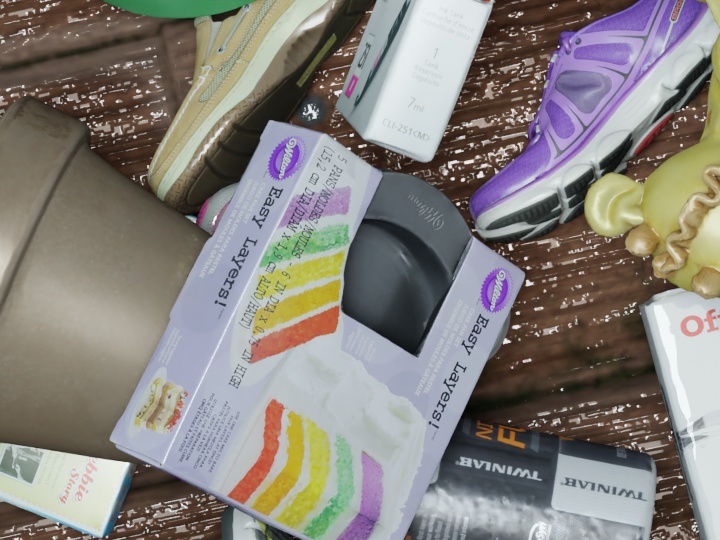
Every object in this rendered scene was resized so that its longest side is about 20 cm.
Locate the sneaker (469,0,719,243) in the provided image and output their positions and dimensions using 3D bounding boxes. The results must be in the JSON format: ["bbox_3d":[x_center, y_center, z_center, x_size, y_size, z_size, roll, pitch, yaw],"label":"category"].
[{"bbox_3d":[0.133,-0.097,1.357,0.083,0.081,0.200,42,82,15],"label":"sneaker"}]

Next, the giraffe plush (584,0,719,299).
[{"bbox_3d":[0.220,-0.048,1.245,0.172,0.200,0.162,24,76,44],"label":"giraffe plush"}]

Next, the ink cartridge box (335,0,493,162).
[{"bbox_3d":[0.042,-0.156,1.277,0.043,0.200,0.174,20,97,-8],"label":"ink cartridge box"}]

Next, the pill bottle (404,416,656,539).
[{"bbox_3d":[0.065,0.140,1.329,0.200,0.106,0.106,11,90,2],"label":"pill bottle"}]

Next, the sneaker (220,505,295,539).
[{"bbox_3d":[-0.070,0.214,1.309,0.085,0.200,0.074,-29,129,15],"label":"sneaker"}]

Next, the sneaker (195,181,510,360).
[{"bbox_3d":[0.000,0.000,1.333,0.200,0.088,0.082,19,90,-6],"label":"sneaker"}]

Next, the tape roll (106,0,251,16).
[{"bbox_3d":[-0.104,-0.250,1.339,0.200,0.048,0.201,-2,74,8],"label":"tape roll"}]

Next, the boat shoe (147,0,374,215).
[{"bbox_3d":[-0.070,-0.126,1.364,0.076,0.072,0.200,35,79,16],"label":"boat shoe"}]

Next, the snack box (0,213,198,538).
[{"bbox_3d":[-0.170,0.047,1.374,0.116,0.037,0.200,22,90,4],"label":"snack box"}]

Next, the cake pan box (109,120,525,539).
[{"bbox_3d":[-0.015,0.041,1.216,0.052,0.184,0.200,17,77,46],"label":"cake pan box"}]

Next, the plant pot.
[{"bbox_3d":[-0.145,0.025,1.263,0.174,0.200,0.201,21,90,-2],"label":"plant pot"}]

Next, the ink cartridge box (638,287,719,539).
[{"bbox_3d":[0.257,0.094,1.334,0.144,0.084,0.200,-15,89,2],"label":"ink cartridge box"}]
